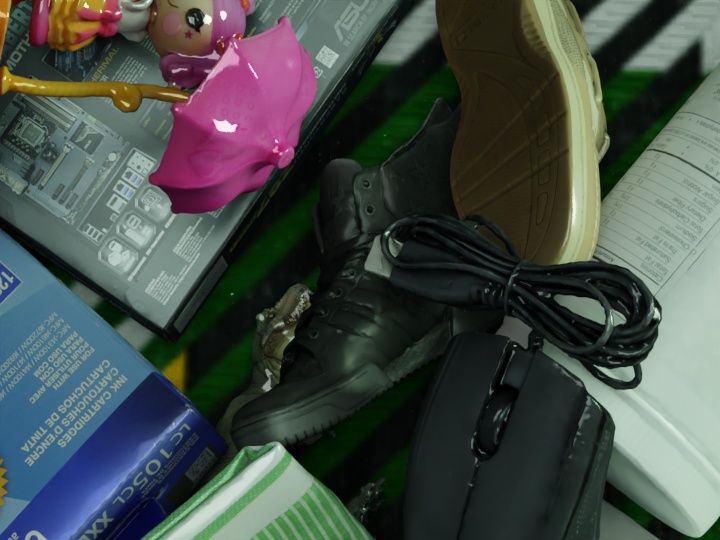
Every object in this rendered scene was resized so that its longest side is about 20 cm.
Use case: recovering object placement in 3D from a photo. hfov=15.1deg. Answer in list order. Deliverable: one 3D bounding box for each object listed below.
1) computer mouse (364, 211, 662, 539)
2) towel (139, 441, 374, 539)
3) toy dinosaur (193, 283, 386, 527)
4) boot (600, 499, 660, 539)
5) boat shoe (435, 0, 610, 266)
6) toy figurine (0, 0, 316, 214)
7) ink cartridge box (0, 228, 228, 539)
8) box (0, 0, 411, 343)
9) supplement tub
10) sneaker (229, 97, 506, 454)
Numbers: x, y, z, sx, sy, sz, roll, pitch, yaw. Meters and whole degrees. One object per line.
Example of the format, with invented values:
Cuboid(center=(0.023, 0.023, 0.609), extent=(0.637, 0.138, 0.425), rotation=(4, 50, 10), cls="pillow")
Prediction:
Cuboid(center=(0.052, 0.084, 1.132), extent=(0.138, 0.053, 0.201), rotation=(18, 117, 36), cls="computer mouse")
Cuboid(center=(-0.035, 0.184, 1.171), extent=(0.152, 0.023, 0.200), rotation=(-41, 116, -5), cls="towel")
Cuboid(center=(-0.046, 0.110, 1.228), extent=(0.088, 0.047, 0.201), rotation=(25, 82, 21), cls="toy dinosaur")
Cuboid(center=(0.101, 0.157, 1.189), extent=(0.200, 0.073, 0.091), rotation=(28, 108, 34), cls="boot")
Cuboid(center=(0.083, -0.066, 1.202), extent=(0.071, 0.064, 0.201), rotation=(-36, 41, 32), cls="boat shoe")
Cuboid(center=(-0.110, -0.099, 1.189), extent=(0.183, 0.150, 0.201), rotation=(11, 50, -9), cls="toy figurine")
Cuboid(center=(-0.155, 0.076, 1.203), extent=(0.200, 0.076, 0.137), rotation=(40, 84, 19), cls="ink cartridge box")
Cuboid(center=(-0.095, -0.092, 1.260), extent=(0.157, 0.051, 0.200), rotation=(34, 83, 7), cls="box")
Cuboid(center=(0.163, 0.002, 1.196), extent=(0.132, 0.132, 0.200), rotation=(39, 84, 8), cls="supplement tub")
Cuboid(center=(0.001, -0.001, 1.208), extent=(0.199, 0.060, 0.105), rotation=(-29, 91, -34), cls="sneaker")
